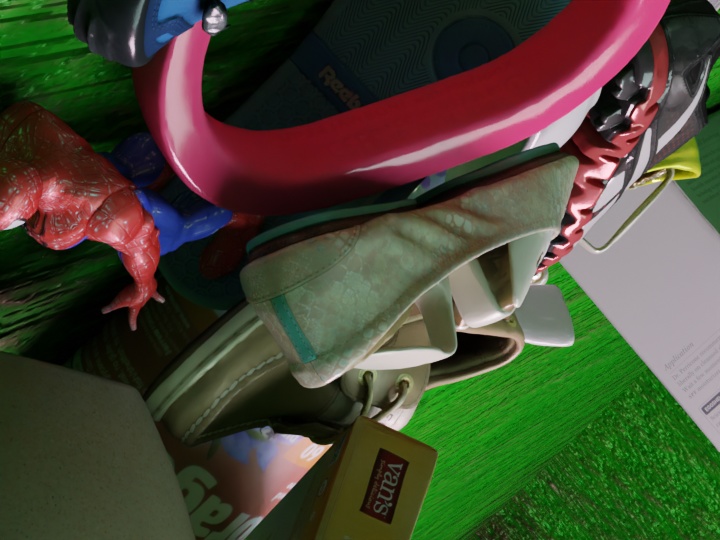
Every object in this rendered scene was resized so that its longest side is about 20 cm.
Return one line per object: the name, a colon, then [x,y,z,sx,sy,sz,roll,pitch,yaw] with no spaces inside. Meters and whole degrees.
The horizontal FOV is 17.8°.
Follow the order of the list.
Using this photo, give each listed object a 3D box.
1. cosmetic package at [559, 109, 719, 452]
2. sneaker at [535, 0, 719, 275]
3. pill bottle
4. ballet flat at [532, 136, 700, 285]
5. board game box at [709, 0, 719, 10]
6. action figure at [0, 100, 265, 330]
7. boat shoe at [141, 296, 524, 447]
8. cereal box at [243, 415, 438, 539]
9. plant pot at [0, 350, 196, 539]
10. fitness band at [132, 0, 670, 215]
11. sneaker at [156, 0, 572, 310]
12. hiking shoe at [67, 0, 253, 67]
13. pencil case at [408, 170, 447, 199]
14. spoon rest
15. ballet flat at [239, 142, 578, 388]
cosmetic package: [0.278,-0.002,1.701,0.123,0.200,0.199,-46,168,34]
sneaker: [0.118,-0.067,1.131,0.098,0.071,0.201,-21,155,-33]
pill bottle: [-0.098,0.087,1.015,0.200,0.112,0.112,-44,168,11]
ballet flat: [0.101,-0.029,1.273,0.199,0.067,0.067,-31,176,-5]
board game box: [0.128,-0.114,1.225,0.096,0.030,0.200,-49,168,34]
action figure: [-0.085,-0.021,0.771,0.052,0.065,0.200,-46,170,6]
boat shoe: [-0.001,0.032,0.893,0.200,0.067,0.074,-23,164,-48]
cereal box: [-0.039,0.156,0.893,0.200,0.039,0.144,-51,-163,58]
plant pot: [-0.138,0.095,0.807,0.200,0.199,0.135,46,57,-79]
fitness band: [0.019,-0.088,0.778,0.199,0.038,0.144,-19,146,-19]
sneaker: [0.010,-0.059,0.925,0.200,0.080,0.131,-36,170,7]
hiking shoe: [0.007,-0.115,0.664,0.200,0.087,0.074,-39,168,-13]
pencil case: [0.000,0.000,1.090,0.200,0.083,0.091,-44,173,16]
spoon rest: [0.066,-0.054,0.979,0.060,0.100,0.201,-5,126,-7]
ballet flat: [0.025,0.000,0.845,0.067,0.063,0.200,-25,177,38]
